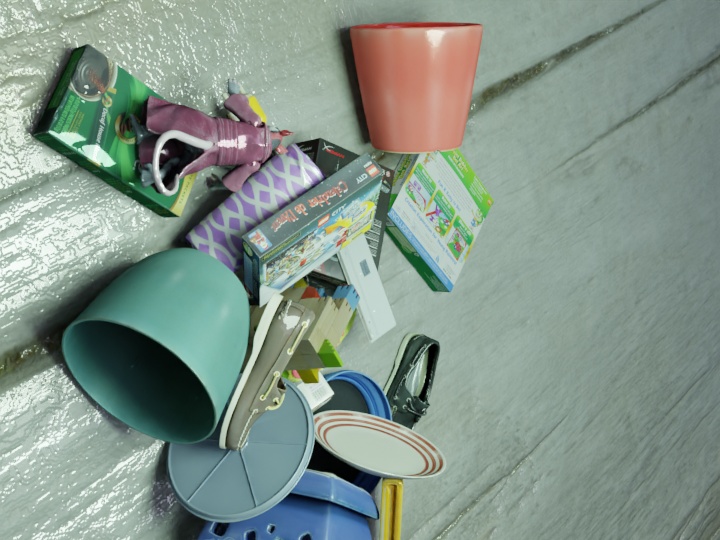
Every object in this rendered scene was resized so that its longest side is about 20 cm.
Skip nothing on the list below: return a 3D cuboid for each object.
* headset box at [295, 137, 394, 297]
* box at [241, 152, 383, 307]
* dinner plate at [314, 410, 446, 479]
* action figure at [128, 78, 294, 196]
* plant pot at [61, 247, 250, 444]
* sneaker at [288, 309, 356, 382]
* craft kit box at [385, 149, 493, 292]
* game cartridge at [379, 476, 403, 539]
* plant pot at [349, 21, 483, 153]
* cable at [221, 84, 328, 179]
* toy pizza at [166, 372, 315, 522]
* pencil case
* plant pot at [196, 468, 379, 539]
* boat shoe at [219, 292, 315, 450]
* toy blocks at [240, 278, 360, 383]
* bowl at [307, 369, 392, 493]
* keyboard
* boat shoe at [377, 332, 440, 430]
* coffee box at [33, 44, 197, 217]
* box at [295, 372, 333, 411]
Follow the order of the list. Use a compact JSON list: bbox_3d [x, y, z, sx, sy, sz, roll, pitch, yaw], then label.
[{"bbox_3d":[-0.041,-0.066,1.320,0.147,0.076,0.205,19,76,-37],"label":"headset box"},{"bbox_3d":[-0.061,-0.050,1.175,0.199,0.038,0.137,-36,161,-22],"label":"box"},{"bbox_3d":[0.021,0.243,1.263,0.198,0.199,0.025,4,107,-44],"label":"dinner plate"},{"bbox_3d":[-0.166,-0.159,1.088,0.196,0.148,0.137,-6,100,-24],"label":"action figure"},{"bbox_3d":[-0.220,0.073,1.077,0.202,0.197,0.162,57,41,-29],"label":"plant pot"},{"bbox_3d":[-0.058,0.101,1.303,0.200,0.089,0.079,-43,117,-38],"label":"sneaker"},{"bbox_3d":[0.124,-0.104,1.516,0.200,0.048,0.199,49,61,-34],"label":"craft kit box"},{"bbox_3d":[0.043,0.354,1.315,0.200,0.032,0.181,-53,146,-83],"label":"game cartridge"},{"bbox_3d":[0.084,-0.276,1.381,0.198,0.198,0.182,-17,112,-43],"label":"plant pot"},{"bbox_3d":[-0.121,-0.147,1.218,0.199,0.050,0.097,42,69,-4],"label":"cable"},{"bbox_3d":[-0.148,0.219,1.150,0.202,0.197,0.032,-59,149,-26],"label":"toy pizza"},{"bbox_3d":[-0.130,-0.071,1.177,0.199,0.084,0.086,-40,157,0],"label":"pencil case"},{"bbox_3d":[-0.088,0.351,1.182,0.200,0.196,0.184,45,53,-59],"label":"plant pot"},{"bbox_3d":[-0.114,0.130,1.104,0.058,0.072,0.204,21,98,-1],"label":"boat shoe"},{"bbox_3d":[-0.091,0.065,1.218,0.101,0.197,0.138,60,39,-31],"label":"toy blocks"},{"bbox_3d":[-0.032,0.249,1.367,0.198,0.039,0.206,-2,92,-45],"label":"bowl"},{"bbox_3d":[0.000,0.000,1.300,0.056,0.011,0.204,-34,111,-40],"label":"keyboard"},{"bbox_3d":[0.083,0.198,1.463,0.074,0.065,0.203,37,66,-39],"label":"boat shoe"},{"bbox_3d":[-0.278,-0.163,1.109,0.199,0.043,0.125,36,66,-39],"label":"coffee box"},{"bbox_3d":[-0.125,0.206,1.231,0.198,0.039,0.042,-33,78,-24],"label":"box"}]
